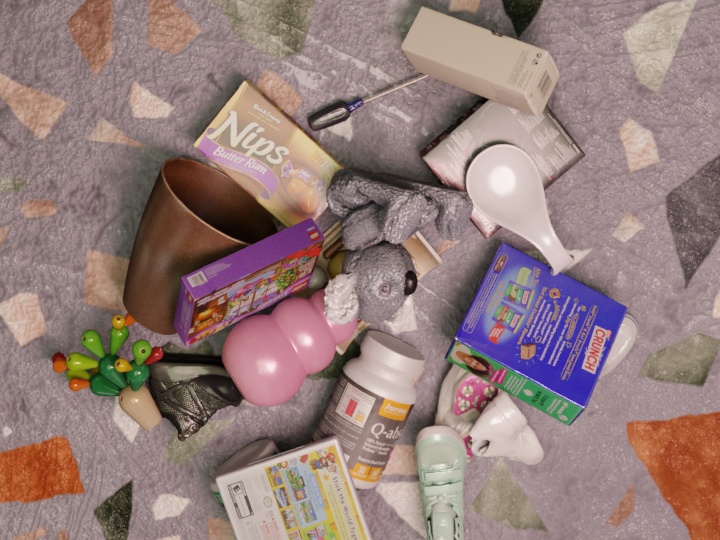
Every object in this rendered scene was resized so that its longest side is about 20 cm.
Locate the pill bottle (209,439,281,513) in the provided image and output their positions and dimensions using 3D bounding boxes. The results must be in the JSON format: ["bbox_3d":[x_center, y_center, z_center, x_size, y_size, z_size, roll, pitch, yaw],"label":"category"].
[{"bbox_3d":[-0.122,0.356,1.740,0.112,0.113,0.202,-31,99,5],"label":"pill bottle"}]

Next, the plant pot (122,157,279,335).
[{"bbox_3d":[-0.239,-0.016,1.651,0.186,0.187,0.201,33,110,-6],"label":"plant pot"}]

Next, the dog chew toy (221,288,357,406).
[{"bbox_3d":[-0.089,0.096,1.641,0.198,0.124,0.126,-32,100,-10],"label":"dog chew toy"}]

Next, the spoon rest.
[{"bbox_3d":[0.221,-0.079,1.616,0.099,0.061,0.201,-38,101,5],"label":"spoon rest"}]

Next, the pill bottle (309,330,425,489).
[{"bbox_3d":[0.011,0.197,1.712,0.115,0.116,0.203,23,100,-5],"label":"pill bottle"}]

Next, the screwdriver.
[{"bbox_3d":[0.018,-0.244,1.678,0.198,0.028,0.029,-27,71,2],"label":"screwdriver"}]

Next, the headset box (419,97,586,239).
[{"bbox_3d":[0.187,-0.155,1.670,0.199,0.077,0.149,-41,98,7],"label":"headset box"}]

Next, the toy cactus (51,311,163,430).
[{"bbox_3d":[-0.336,0.147,1.690,0.198,0.103,0.166,-23,109,32],"label":"toy cactus"}]

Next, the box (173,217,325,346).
[{"bbox_3d":[-0.147,0.016,1.583,0.198,0.137,0.039,-26,71,-24],"label":"box"}]

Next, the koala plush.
[{"bbox_3d":[0.026,-0.023,1.603,0.182,0.176,0.204,17,103,34],"label":"koala plush"}]

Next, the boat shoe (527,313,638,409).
[{"bbox_3d":[0.322,0.139,1.730,0.199,0.067,0.074,-41,99,6],"label":"boat shoe"}]

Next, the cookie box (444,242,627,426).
[{"bbox_3d":[0.242,0.087,1.660,0.198,0.075,0.173,28,64,6],"label":"cookie box"}]

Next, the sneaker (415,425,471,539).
[{"bbox_3d":[0.120,0.316,1.692,0.072,0.119,0.203,-7,131,4],"label":"sneaker"}]

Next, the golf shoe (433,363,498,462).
[{"bbox_3d":[0.141,0.207,1.743,0.074,0.092,0.202,10,123,-19],"label":"golf shoe"}]

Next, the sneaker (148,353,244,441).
[{"bbox_3d":[-0.207,0.185,1.729,0.196,0.076,0.116,2,103,1],"label":"sneaker"}]

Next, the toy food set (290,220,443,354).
[{"bbox_3d":[0.000,0.000,1.704,0.200,0.060,0.144,-41,98,7],"label":"toy food set"}]

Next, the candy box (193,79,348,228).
[{"bbox_3d":[-0.121,-0.156,1.677,0.199,0.057,0.117,41,97,-9],"label":"candy box"}]

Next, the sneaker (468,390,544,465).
[{"bbox_3d":[0.198,0.237,1.698,0.088,0.200,0.075,-38,56,-1],"label":"sneaker"}]

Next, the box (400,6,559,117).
[{"bbox_3d":[0.158,-0.277,1.596,0.198,0.082,0.069,27,85,25],"label":"box"}]

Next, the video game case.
[{"bbox_3d":[-0.085,0.349,1.671,0.179,0.023,0.203,-18,99,4],"label":"video game case"}]
